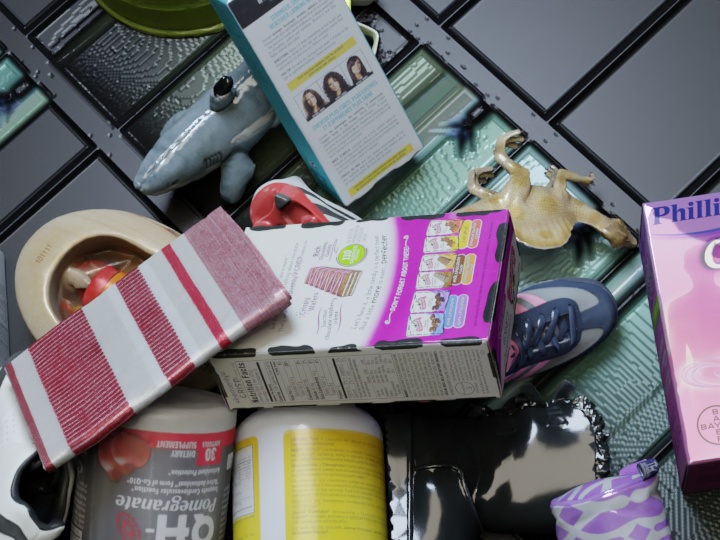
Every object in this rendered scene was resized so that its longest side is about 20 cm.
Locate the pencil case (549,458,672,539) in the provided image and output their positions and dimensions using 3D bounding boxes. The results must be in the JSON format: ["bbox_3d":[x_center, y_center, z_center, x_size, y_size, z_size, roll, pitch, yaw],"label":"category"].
[{"bbox_3d":[0.195,0.232,1.197,0.084,0.085,0.200,-18,87,36],"label":"pencil case"}]

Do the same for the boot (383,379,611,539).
[{"bbox_3d":[0.101,0.182,1.261,0.162,0.073,0.198,-3,72,0],"label":"boot"}]

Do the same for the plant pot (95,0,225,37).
[{"bbox_3d":[-0.157,-0.321,1.404,0.200,0.193,0.200,-2,70,6],"label":"plant pot"}]

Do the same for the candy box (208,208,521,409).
[{"bbox_3d":[0.006,0.027,1.222,0.200,0.061,0.136,-3,41,16],"label":"candy box"}]

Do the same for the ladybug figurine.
[{"bbox_3d":[-0.173,0.033,1.344,0.200,0.072,0.136,32,78,17],"label":"ladybug figurine"}]

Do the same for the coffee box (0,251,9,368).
[{"bbox_3d":[-0.336,0.075,1.346,0.114,0.080,0.200,-8,70,4],"label":"coffee box"}]

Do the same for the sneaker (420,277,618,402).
[{"bbox_3d":[0.109,0.057,1.272,0.200,0.082,0.070,-17,103,-15],"label":"sneaker"}]

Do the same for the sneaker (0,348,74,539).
[{"bbox_3d":[-0.231,0.132,1.248,0.080,0.074,0.200,-45,35,34],"label":"sneaker"}]

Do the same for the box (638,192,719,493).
[{"bbox_3d":[0.306,0.045,1.265,0.176,0.097,0.200,-8,69,5],"label":"box"}]

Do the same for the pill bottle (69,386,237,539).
[{"bbox_3d":[-0.152,0.186,1.245,0.111,0.111,0.200,7,95,10],"label":"pill bottle"}]

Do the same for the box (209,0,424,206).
[{"bbox_3d":[-0.034,-0.152,1.328,0.082,0.200,0.049,-37,33,-11],"label":"box"}]

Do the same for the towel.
[{"bbox_3d":[-0.150,0.047,1.214,0.200,0.023,0.144,-36,34,-2],"label":"towel"}]

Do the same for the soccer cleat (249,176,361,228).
[{"bbox_3d":[0.000,0.000,1.339,0.200,0.085,0.069,40,113,0],"label":"soccer cleat"}]

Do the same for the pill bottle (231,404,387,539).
[{"bbox_3d":[-0.037,0.162,1.260,0.112,0.112,0.200,-4,70,6],"label":"pill bottle"}]

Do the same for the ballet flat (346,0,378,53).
[{"bbox_3d":[-0.018,-0.210,1.423,0.067,0.067,0.200,4,73,-14],"label":"ballet flat"}]

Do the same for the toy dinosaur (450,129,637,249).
[{"bbox_3d":[0.116,-0.052,1.324,0.200,0.058,0.101,-1,48,-13],"label":"toy dinosaur"}]

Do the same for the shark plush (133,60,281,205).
[{"bbox_3d":[-0.092,-0.129,1.361,0.200,0.083,0.091,-37,73,15],"label":"shark plush"}]
